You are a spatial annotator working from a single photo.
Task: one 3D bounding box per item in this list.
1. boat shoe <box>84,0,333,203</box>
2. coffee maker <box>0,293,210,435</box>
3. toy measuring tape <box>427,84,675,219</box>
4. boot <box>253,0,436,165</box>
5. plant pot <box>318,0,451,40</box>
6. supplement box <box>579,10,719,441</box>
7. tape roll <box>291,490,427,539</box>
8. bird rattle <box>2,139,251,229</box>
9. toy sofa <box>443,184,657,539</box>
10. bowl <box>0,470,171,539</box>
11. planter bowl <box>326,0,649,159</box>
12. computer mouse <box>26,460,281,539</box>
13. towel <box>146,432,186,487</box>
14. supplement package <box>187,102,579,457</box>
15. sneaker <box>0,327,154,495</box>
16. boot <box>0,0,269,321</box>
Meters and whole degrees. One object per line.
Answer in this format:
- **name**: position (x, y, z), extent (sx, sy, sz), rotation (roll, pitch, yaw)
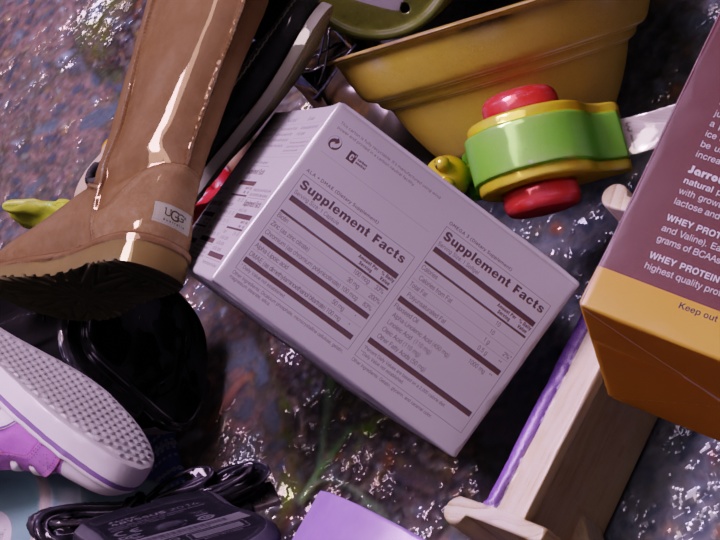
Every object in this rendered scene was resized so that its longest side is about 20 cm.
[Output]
- **boat shoe**: position (-0.090, -0.096, 1.122), extent (0.200, 0.068, 0.072), rotation (-44, 7, 34)
- **coffee maker**: position (-0.224, 0.055, 1.185), extent (0.200, 0.192, 0.135), rotation (-19, 70, 30)
- **toy measuring tape**: position (0.127, -0.073, 1.009), extent (0.200, 0.074, 0.074), rotation (-15, 52, 14)
- **boot**: position (-0.014, -0.113, 1.212), extent (0.075, 0.097, 0.200), rotation (-52, 41, 12)
- **plant pot**: position (0.009, -0.226, 1.172), extent (0.187, 0.187, 0.200), rotation (-30, 28, 20)
- **supplement box**: position (0.235, -0.014, 0.867), extent (0.197, 0.133, 0.200), rotation (21, 75, 20)
- **tape roll**: position (0.047, 0.187, 0.884), extent (0.200, 0.200, 0.085), rotation (19, 76, 45)
- **bird rattle**: position (-0.134, -0.058, 1.283), extent (0.200, 0.113, 0.163), rotation (-20, 34, 24)
- **toy sofa**: position (0.118, 0.061, 0.999), extent (0.098, 0.083, 0.200), rotation (16, 72, 44)
- **bowl**: position (-0.194, 0.182, 1.113), extent (0.201, 0.105, 0.201), rotation (-24, 40, 22)
- **planter bowl**: position (0.087, -0.111, 1.112), extent (0.200, 0.200, 0.083), rotation (-14, 97, 33)
- **computer mouse**: position (-0.090, 0.149, 0.975), extent (0.138, 0.053, 0.200), rotation (-11, 7, -14)
- **towel**: position (-0.166, 0.173, 1.201), extent (0.145, 0.024, 0.200), rotation (-35, 45, 14)
- **supplement package**: position (0.000, 0.000, 1.029), extent (0.111, 0.156, 0.200), rotation (-54, 11, -4)
- **sneaker**: position (-0.209, 0.098, 1.076), extent (0.200, 0.073, 0.114), rotation (29, 101, 26)
- **boot**: position (-0.126, -0.076, 1.071), extent (0.175, 0.066, 0.200), rotation (-9, 60, 45)
